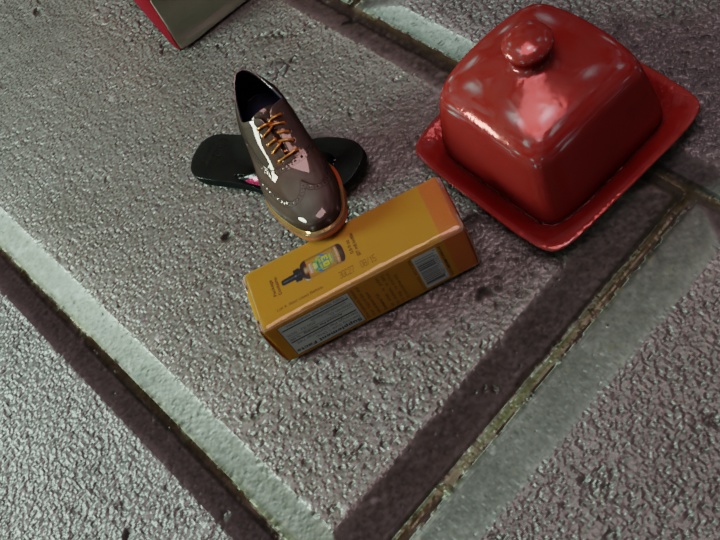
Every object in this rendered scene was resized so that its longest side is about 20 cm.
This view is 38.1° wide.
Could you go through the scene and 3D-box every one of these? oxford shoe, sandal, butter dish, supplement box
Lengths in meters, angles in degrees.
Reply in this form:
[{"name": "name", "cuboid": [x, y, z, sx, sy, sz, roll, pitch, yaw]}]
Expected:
[{"name": "oxford shoe", "cuboid": [-0.074, -0.107, 0.950, 0.071, 0.073, 0.200, -33, 52, 0]}, {"name": "sandal", "cuboid": [-0.090, -0.110, 1.034, 0.198, 0.045, 0.076, 7, 64, 25]}, {"name": "butter dish", "cuboid": [0.155, -0.154, 0.900, 0.199, 0.148, 0.200, -44, 55, -6]}, {"name": "supplement box", "cuboid": [0.000, 0.000, 0.922, 0.199, 0.069, 0.067, -26, 54, 4]}]

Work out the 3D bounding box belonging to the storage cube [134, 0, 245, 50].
[{"name": "storage cube", "cuboid": [-0.214, -0.393, 1.176, 0.200, 0.171, 0.180, -39, 56, -5]}]
